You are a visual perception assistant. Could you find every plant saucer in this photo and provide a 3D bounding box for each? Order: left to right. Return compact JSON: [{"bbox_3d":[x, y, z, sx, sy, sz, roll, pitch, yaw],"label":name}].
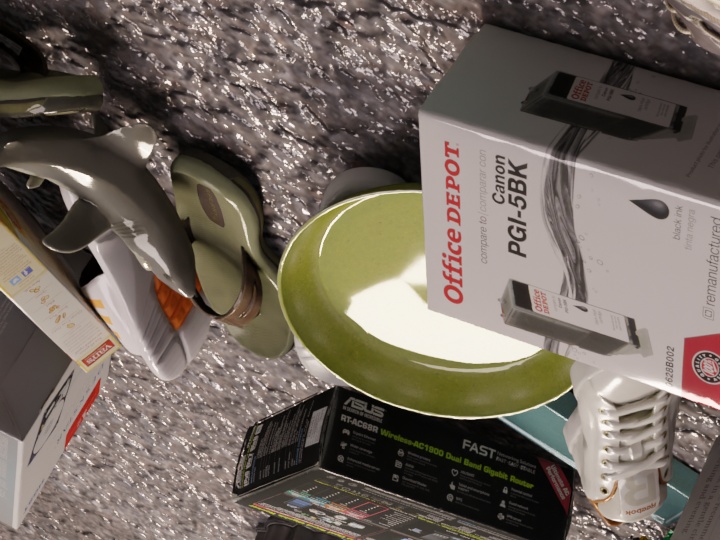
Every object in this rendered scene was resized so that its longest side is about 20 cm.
[{"bbox_3d":[0.049,0.014,1.292,0.198,0.031,0.201,9,137,8],"label":"plant saucer"},{"bbox_3d":[0.141,0.108,1.426,0.199,0.019,0.070,32,154,-4],"label":"plant saucer"}]

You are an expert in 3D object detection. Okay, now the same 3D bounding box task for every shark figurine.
[{"bbox_3d":[-0.172,-0.066,1.322,0.089,0.129,0.214,-26,155,34],"label":"shark figurine"}]

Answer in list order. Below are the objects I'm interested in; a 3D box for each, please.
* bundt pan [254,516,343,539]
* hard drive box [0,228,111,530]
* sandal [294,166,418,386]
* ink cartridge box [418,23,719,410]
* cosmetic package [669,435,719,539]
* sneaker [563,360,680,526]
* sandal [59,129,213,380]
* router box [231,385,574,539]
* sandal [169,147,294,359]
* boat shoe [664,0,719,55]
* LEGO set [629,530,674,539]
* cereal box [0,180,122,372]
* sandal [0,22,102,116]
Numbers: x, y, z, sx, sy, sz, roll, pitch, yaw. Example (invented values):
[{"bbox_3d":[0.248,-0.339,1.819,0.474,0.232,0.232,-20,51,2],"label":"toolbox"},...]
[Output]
[{"bbox_3d":[-0.020,0.300,1.856,0.200,0.076,0.202,25,153,13],"label":"bundt pan"},{"bbox_3d":[-0.255,0.086,1.641,0.076,0.157,0.200,27,154,3],"label":"hard drive box"},{"bbox_3d":[0.007,0.002,1.355,0.082,0.050,0.204,13,140,1],"label":"sandal"},{"bbox_3d":[0.134,-0.024,1.105,0.198,0.083,0.148,18,138,23],"label":"ink cartridge box"},{"bbox_3d":[0.297,0.205,1.266,0.165,0.166,0.199,44,152,-26],"label":"cosmetic package"},{"bbox_3d":[0.168,0.099,1.291,0.072,0.085,0.200,-13,157,-4],"label":"sneaker"},{"bbox_3d":[-0.165,-0.016,1.472,0.059,0.079,0.208,10,138,37],"label":"sandal"},{"bbox_3d":[0.030,0.152,1.508,0.199,0.063,0.150,21,157,-21],"label":"router box"},{"bbox_3d":[-0.095,-0.003,1.433,0.079,0.058,0.202,17,150,25],"label":"sandal"},{"bbox_3d":[0.161,-0.127,0.943,0.199,0.075,0.073,32,153,0],"label":"boat shoe"},{"bbox_3d":[0.200,0.260,1.490,0.199,0.155,0.115,-27,153,31],"label":"LEGO set"},{"bbox_3d":[-0.246,-0.027,1.464,0.144,0.039,0.200,51,177,33],"label":"cereal box"},{"bbox_3d":[-0.234,-0.131,1.346,0.200,0.079,0.058,9,108,40],"label":"sandal"}]
